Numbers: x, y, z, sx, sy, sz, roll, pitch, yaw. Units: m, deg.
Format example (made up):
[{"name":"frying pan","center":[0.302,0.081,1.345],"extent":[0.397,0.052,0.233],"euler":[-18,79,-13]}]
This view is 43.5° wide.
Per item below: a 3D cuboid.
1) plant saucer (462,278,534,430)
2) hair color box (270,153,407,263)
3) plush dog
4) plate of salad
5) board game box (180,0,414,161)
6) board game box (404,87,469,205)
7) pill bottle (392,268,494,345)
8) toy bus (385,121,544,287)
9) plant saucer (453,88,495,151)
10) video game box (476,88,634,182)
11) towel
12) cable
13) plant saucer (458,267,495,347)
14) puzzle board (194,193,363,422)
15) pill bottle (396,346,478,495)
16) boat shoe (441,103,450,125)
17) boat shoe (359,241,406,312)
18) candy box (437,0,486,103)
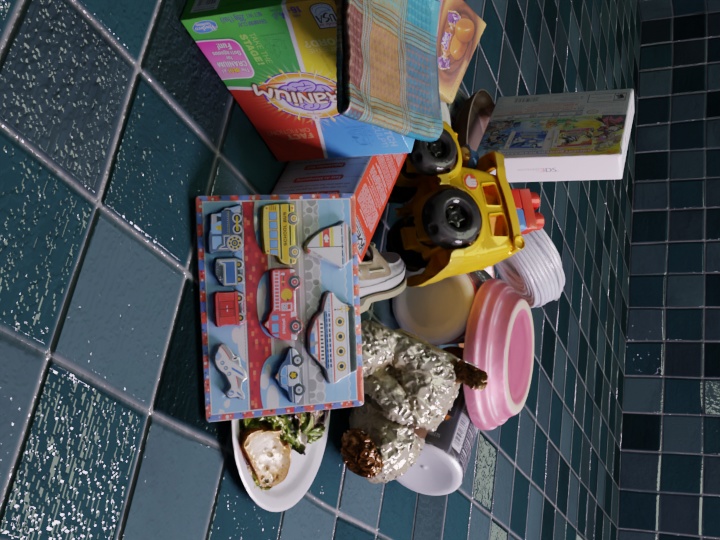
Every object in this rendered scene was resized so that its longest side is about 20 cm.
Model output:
[{"name":"plant saucer","center":[0.188,0.112,1.194],"extent":[0.200,0.051,0.201],"euler":[4,90,-65]},{"name":"hair color box","center":[-0.024,-0.094,0.949],"extent":[0.200,0.101,0.061],"euler":[-66,145,-41]},{"name":"plush dog","center":[0.046,0.165,1.048],"extent":[0.172,0.160,0.200],"euler":[-66,159,0]},{"name":"plate of salad","center":[-0.067,0.140,0.905],"extent":[0.200,0.048,0.201],"euler":[-2,90,-65]},{"name":"board game box","center":[-0.049,-0.182,0.836],"extent":[0.200,0.153,0.040],"euler":[55,42,-49]},{"name":"board game box","center":[0.122,-0.162,1.315],"extent":[0.147,0.064,0.201],"euler":[21,72,-65]},{"name":"pill bottle","center":[0.131,0.045,1.261],"extent":[0.200,0.116,0.116],"euler":[6,83,-66]},{"name":"toy bus","center":[0.131,-0.093,1.126],"extent":[0.192,0.136,0.201],"euler":[-8,78,-24]},{"name":"plant saucer","center":[0.170,-0.160,1.309],"extent":[0.200,0.032,0.201],"euler":[-1,90,-66]},{"name":"video game box","center":[0.274,-0.189,1.262],"extent":[0.182,0.199,0.047],"euler":[-61,144,-48]},{"name":"towel","center":[0.030,-0.196,0.804],"extent":[0.200,0.022,0.147],"euler":[-3,92,-65]},{"name":"cable","center":[0.260,-0.033,1.496],"extent":[0.200,0.069,0.200],"euler":[56,-4,14]},{"name":"plant saucer","center":[0.178,0.039,1.464],"extent":[0.200,0.032,0.201],"euler":[-2,90,-66]},{"name":"puzzle board","center":[-0.070,0.031,0.820],"extent":[0.017,0.150,0.201],"euler":[-175,-98,-70]},{"name":"pill bottle","center":[0.110,0.194,1.218],"extent":[0.200,0.106,0.106],"euler":[-63,143,-46]},{"name":"boat shoe","center":[0.067,-0.236,1.197],"extent":[0.069,0.071,0.201],"euler":[-29,106,-62]},{"name":"boat shoe","center":[0.000,0.000,1.026],"extent":[0.200,0.075,0.069],"euler":[-32,119,-64]},{"name":"candy box","center":[0.059,-0.303,1.093],"extent":[0.200,0.056,0.117],"euler":[30,80,-40]}]
